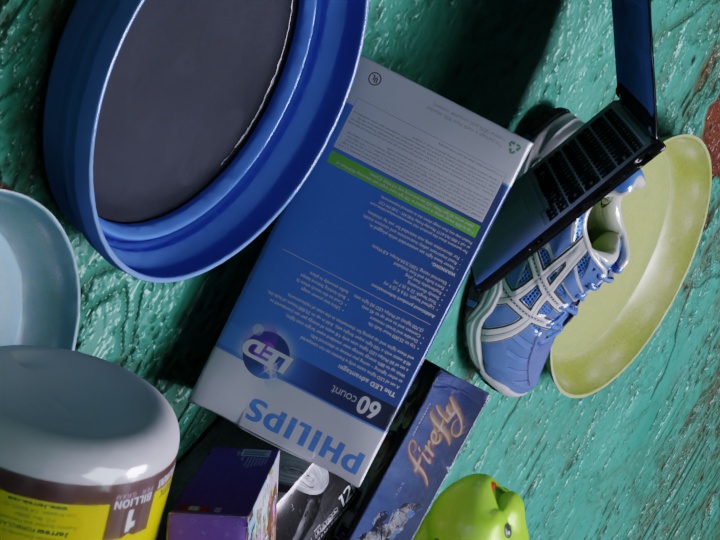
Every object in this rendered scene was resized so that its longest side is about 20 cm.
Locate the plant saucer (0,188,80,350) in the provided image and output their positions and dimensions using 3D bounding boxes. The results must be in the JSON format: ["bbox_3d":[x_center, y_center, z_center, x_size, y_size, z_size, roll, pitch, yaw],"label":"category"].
[{"bbox_3d":[-0.200,0.051,0.980,0.200,0.027,0.201,-39,144,-36],"label":"plant saucer"}]

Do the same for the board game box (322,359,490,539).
[{"bbox_3d":[0.000,0.144,1.314,0.201,0.035,0.135,-61,-169,-2],"label":"board game box"}]

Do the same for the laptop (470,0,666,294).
[{"bbox_3d":[0.106,-0.108,1.271,0.200,0.116,0.187,-39,-172,7],"label":"laptop"}]

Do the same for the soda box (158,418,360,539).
[{"bbox_3d":[-0.089,0.160,1.218,0.200,0.071,0.063,-48,145,-25],"label":"soda box"}]

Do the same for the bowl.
[{"bbox_3d":[-0.072,-0.093,1.054,0.200,0.039,0.201,-41,146,-35],"label":"bowl"}]

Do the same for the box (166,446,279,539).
[{"bbox_3d":[-0.066,0.166,1.071,0.200,0.039,0.138,-60,153,-86],"label":"box"}]

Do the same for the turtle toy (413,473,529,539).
[{"bbox_3d":[0.039,0.214,1.411,0.146,0.101,0.201,-48,158,-68],"label":"turtle toy"}]

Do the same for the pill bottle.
[{"bbox_3d":[-0.151,0.142,0.996,0.109,0.109,0.201,-17,127,-54],"label":"pill bottle"}]

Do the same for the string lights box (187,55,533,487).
[{"bbox_3d":[0.000,0.000,1.179,0.201,0.102,0.059,-63,180,3],"label":"string lights box"}]

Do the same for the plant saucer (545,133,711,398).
[{"bbox_3d":[0.178,-0.008,1.564,0.200,0.031,0.201,-39,145,-35],"label":"plant saucer"}]

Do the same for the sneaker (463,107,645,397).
[{"bbox_3d":[0.122,0.001,1.426,0.076,0.077,0.201,-30,140,-48],"label":"sneaker"}]
